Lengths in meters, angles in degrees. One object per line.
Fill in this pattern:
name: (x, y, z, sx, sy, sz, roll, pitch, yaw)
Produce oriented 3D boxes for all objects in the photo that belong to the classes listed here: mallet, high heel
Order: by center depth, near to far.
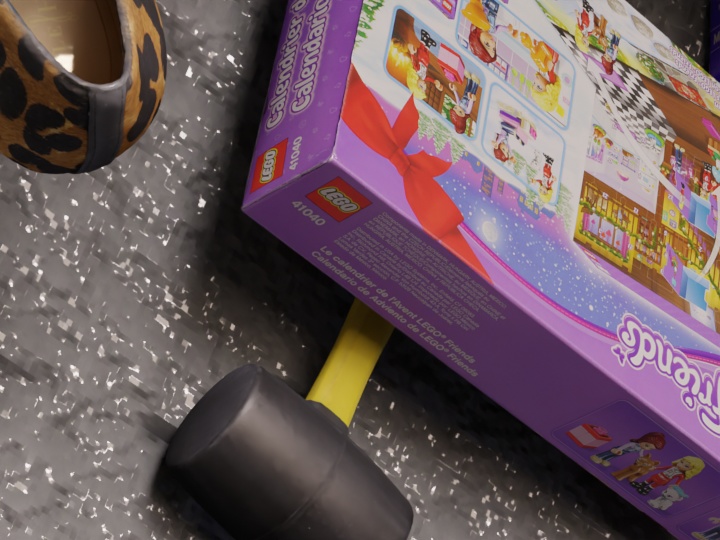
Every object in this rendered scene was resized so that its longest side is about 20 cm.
high heel: (-0.095, -0.125, 0.728, 0.071, 0.142, 0.201, -19, 108, -17)
mallet: (0.000, 0.000, 0.855, 0.066, 0.041, 0.201, 37, 48, -22)

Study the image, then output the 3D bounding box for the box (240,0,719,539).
box: (0.058, -0.023, 0.874, 0.200, 0.039, 0.137, 37, 44, -29)

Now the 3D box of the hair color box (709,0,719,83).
hair color box: (0.181, -0.140, 1.032, 0.109, 0.065, 0.201, 20, 60, -27)
